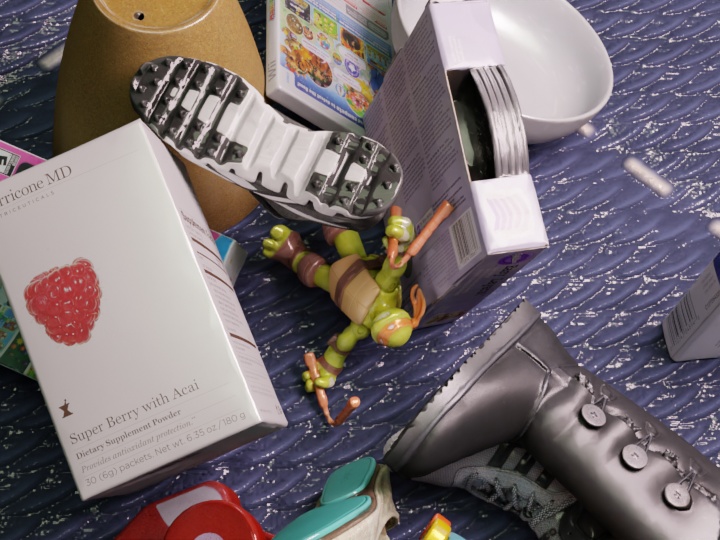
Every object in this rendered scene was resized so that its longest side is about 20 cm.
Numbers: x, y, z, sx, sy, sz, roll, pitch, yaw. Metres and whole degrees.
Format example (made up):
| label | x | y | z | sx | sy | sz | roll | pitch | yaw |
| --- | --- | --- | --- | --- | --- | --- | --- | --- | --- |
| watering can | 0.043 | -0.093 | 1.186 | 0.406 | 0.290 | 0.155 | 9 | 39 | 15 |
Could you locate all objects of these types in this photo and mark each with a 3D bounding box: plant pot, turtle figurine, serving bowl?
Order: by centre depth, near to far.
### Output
| label | x | y | z | sx | sy | sz | roll | pitch | yaw |
| --- | --- | --- | --- | --- | --- | --- | --- | --- | --- |
| turtle figurine | 0.000 | 0.000 | 0.879 | 0.064 | 0.201 | 0.161 | -1 | 39 | -39 |
| plant pot | -0.152 | -0.149 | 0.905 | 0.185 | 0.200 | 0.188 | 2 | 61 | -4 |
| serving bowl | 0.111 | -0.177 | 1.016 | 0.199 | 0.066 | 0.201 | 14 | 47 | -16 |

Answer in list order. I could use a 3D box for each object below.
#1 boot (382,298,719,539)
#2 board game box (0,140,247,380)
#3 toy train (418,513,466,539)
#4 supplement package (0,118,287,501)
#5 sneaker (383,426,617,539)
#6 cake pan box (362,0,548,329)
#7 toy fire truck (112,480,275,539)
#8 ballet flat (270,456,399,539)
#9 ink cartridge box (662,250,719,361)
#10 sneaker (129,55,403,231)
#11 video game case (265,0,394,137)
| label | x | y | z | sx | sy | sz | roll | pitch | yaw |
| --- | --- | --- | --- | --- | --- | --- | --- | --- | --- |
| boot | 0.135 | 0.135 | 0.782 | 0.200 | 0.066 | 0.165 | 44 | 59 | 7 |
| board game box | -0.202 | 0.010 | 0.864 | 0.199 | 0.064 | 0.149 | 22 | 83 | 6 |
| toy train | 0.105 | 0.229 | 0.743 | 0.056 | 0.150 | 0.200 | -55 | 33 | -3 |
| supplement package | -0.144 | 0.029 | 0.764 | 0.120 | 0.120 | 0.201 | -24 | 81 | 1 |
| sneaker | 0.117 | 0.160 | 0.836 | 0.198 | 0.076 | 0.115 | 2 | 58 | -9 |
| cake pan box | 0.061 | -0.072 | 0.868 | 0.052 | 0.200 | 0.186 | -9 | 74 | -17 |
| toy fire truck | -0.115 | 0.244 | 0.754 | 0.167 | 0.112 | 0.201 | -22 | 63 | 3 |
| ballet flat | -0.006 | 0.171 | 0.761 | 0.067 | 0.200 | 0.063 | -22 | 91 | 15 |
| ink cartridge box | 0.349 | 0.004 | 0.882 | 0.198 | 0.197 | 0.044 | -6 | 63 | -10 |
| sneaker | -0.066 | -0.076 | 0.811 | 0.199 | 0.091 | 0.067 | 25 | 72 | 7 |
| video game case | -0.023 | -0.200 | 1.003 | 0.143 | 0.018 | 0.201 | 26 | 50 | -41 |
